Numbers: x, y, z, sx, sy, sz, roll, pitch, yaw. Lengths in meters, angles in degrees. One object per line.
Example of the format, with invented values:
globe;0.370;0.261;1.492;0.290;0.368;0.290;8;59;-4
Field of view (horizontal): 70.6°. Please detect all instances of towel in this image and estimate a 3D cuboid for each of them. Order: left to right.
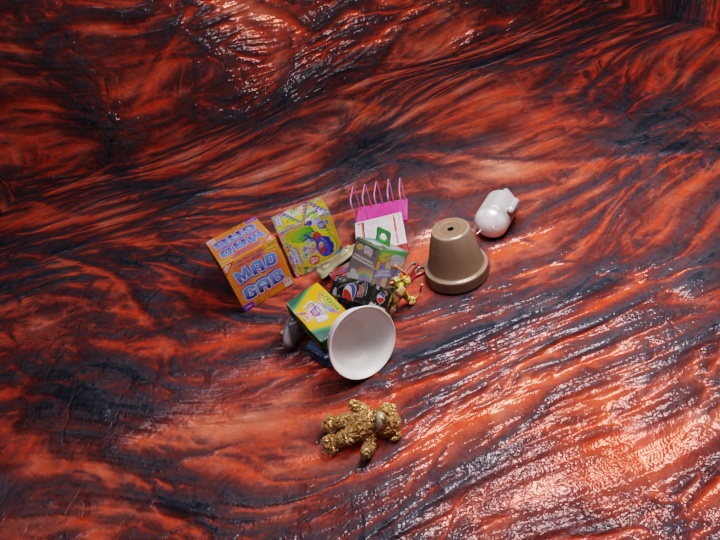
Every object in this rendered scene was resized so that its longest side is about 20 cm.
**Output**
towel;-0.060;0.188;1.479;0.111;0.049;0.200;23;55;40

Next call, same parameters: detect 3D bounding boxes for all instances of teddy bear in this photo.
teddy bear;-0.003;0.372;1.209;0.198;0.067;0.146;-2;43;22

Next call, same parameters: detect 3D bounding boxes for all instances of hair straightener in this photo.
hair straightener;-0.049;0.100;1.601;0.198;0.041;0.077;2;42;19

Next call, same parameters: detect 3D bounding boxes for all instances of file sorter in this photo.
file sorter;0.070;-0.258;1.918;0.198;0.126;0.140;-9;38;13

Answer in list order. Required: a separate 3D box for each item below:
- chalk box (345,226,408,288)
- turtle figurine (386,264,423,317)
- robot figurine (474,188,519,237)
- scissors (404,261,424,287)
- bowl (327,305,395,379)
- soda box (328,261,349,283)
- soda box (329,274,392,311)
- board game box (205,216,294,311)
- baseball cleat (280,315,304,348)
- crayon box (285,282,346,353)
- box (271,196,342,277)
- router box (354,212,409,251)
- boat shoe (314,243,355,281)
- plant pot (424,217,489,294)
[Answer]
chalk box;0.053;-0.029;1.554;0.123;0.202;0.124;5;17;-42
turtle figurine;0.097;0.069;1.470;0.064;0.200;0.162;31;82;34
robot figurine;0.447;-0.187;1.675;0.200;0.113;0.169;-51;10;-35
scissors;0.141;0.040;1.611;0.073;0.014;0.200;18;51;35
bowl;-0.012;0.181;1.362;0.200;0.202;0.090;-33;25;-19
soda box;0.000;0.000;1.672;0.199;0.064;0.070;-30;39;-10
soda box;-0.003;0.063;1.438;0.199;0.070;0.064;11;78;54
board game box;-0.382;-0.026;1.759;0.199;0.201;0.200;-30;38;-16
baseball cleat;-0.167;0.147;1.543;0.106;0.070;0.201;-8;44;29
crayon box;-0.114;0.133;1.466;0.118;0.059;0.200;-34;47;-19
box;-0.183;-0.116;1.787;0.191;0.201;0.122;-24;38;-6
router box;0.073;-0.116;1.801;0.178;0.049;0.201;-13;38;8
boat shoe;-0.067;-0.044;1.703;0.200;0.073;0.063;-39;75;15
plant pot;0.279;-0.057;1.534;0.198;0.176;0.201;-12;38;9
